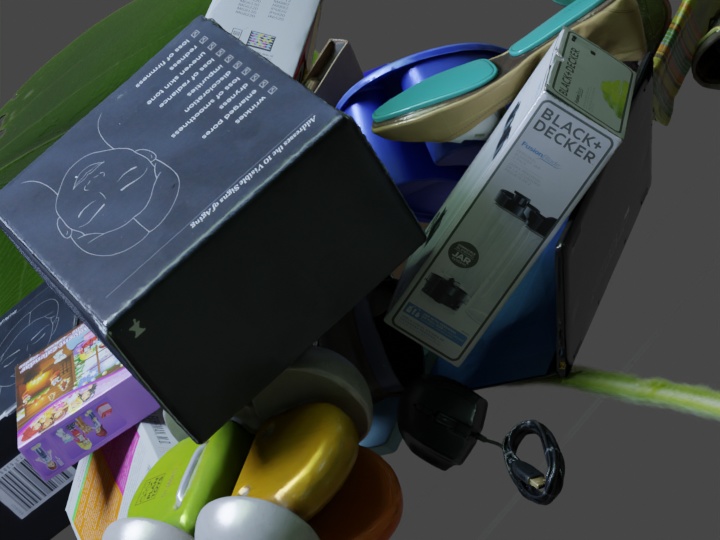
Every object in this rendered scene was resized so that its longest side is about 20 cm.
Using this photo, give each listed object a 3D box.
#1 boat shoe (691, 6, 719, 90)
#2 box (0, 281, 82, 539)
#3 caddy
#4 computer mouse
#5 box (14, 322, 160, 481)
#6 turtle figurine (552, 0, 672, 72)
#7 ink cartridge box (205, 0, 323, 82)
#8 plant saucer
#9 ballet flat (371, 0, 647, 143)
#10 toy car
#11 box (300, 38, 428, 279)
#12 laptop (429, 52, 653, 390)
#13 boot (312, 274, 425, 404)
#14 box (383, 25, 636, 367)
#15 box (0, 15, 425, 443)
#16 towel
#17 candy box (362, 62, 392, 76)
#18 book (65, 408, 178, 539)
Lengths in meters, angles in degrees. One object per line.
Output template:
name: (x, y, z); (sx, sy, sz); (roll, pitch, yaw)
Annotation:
boat shoe: (0.302, -0.165, 1.408); (0.060, 0.072, 0.200); (-50, 19, -24)
box: (-0.275, 0.121, 1.777); (0.200, 0.124, 0.197); (-37, 26, 15)
caddy: (0.072, -0.109, 1.527); (0.141, 0.199, 0.106); (-28, 69, 34)
computer mouse: (0.072, 0.108, 1.346); (0.200, 0.034, 0.059); (20, 86, 62)
box: (-0.170, 0.062, 1.564); (0.199, 0.039, 0.137); (-33, 26, 4)
turtle figurine: (0.180, -0.184, 1.521); (0.100, 0.151, 0.200); (-25, 5, 14)
ink cartridge box: (-0.087, -0.133, 1.634); (0.176, 0.083, 0.201); (-74, -2, -47)
plant saucer: (0.036, 0.062, 1.518); (0.070, 0.019, 0.201); (-18, 33, 44)
ballet flat: (0.105, -0.123, 1.401); (0.199, 0.063, 0.069); (-28, 18, 6)
toy car: (-0.059, 0.158, 1.345); (0.199, 0.150, 0.176); (-17, 38, 38)
box: (-0.015, -0.048, 1.561); (0.021, 0.201, 0.164); (4, 48, 33)
laptop: (0.119, -0.027, 1.417); (0.115, 0.201, 0.188); (14, 52, 18)
boot: (0.000, 0.000, 1.470); (0.097, 0.202, 0.074); (0, 9, 44)
box: (0.098, -0.048, 1.345); (0.201, 0.060, 0.117); (-57, 5, 28)
box: (-0.102, -0.032, 1.332); (0.200, 0.124, 0.196); (-42, 38, -8)
towel: (0.253, -0.202, 1.482); (0.201, 0.018, 0.086); (-63, -16, 1)
candy box: (-0.046, -0.071, 1.794); (0.169, 0.077, 0.201); (-15, 38, 47)
book: (-0.173, 0.166, 1.556); (0.200, 0.048, 0.135); (-129, 50, -65)
